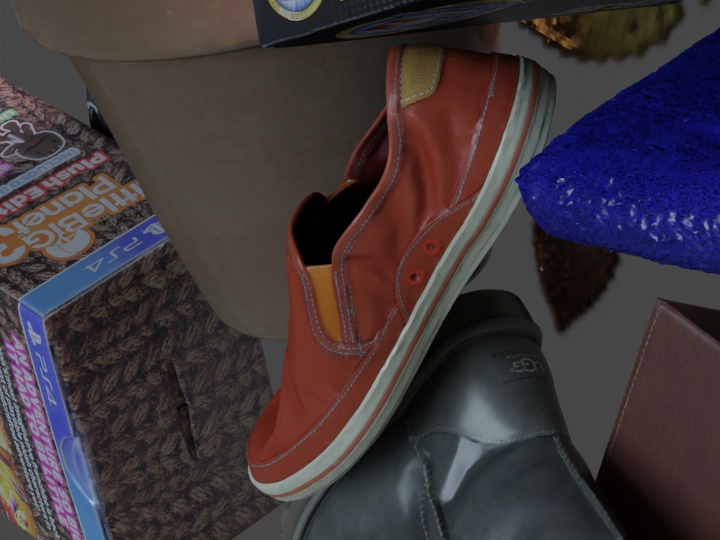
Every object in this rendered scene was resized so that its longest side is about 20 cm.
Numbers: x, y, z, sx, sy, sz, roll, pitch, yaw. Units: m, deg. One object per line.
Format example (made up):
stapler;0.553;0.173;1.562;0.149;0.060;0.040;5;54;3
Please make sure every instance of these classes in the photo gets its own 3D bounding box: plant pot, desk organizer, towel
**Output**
plant pot;-0.023;-0.074;0.980;0.200;0.200;0.176;14;125;46
desk organizer;0.123;0.109;0.918;0.077;0.071;0.201;40;125;39
towel;0.161;-0.041;0.788;0.199;0.147;0.050;12;122;48

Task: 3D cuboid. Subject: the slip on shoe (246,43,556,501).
slip on shoe;0.000;0.000;0.893;0.074;0.061;0.200;-82;16;-50

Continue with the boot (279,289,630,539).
boot;0.049;0.131;0.915;0.201;0.072;0.182;62;144;33

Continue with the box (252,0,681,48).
box;0.088;-0.112;0.816;0.160;0.199;0.045;-11;89;48

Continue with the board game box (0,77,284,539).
board game box;-0.139;0.022;1.135;0.200;0.097;0.160;29;142;41

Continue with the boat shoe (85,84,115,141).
boat shoe;-0.096;-0.115;1.129;0.066;0.070;0.201;5;108;46
